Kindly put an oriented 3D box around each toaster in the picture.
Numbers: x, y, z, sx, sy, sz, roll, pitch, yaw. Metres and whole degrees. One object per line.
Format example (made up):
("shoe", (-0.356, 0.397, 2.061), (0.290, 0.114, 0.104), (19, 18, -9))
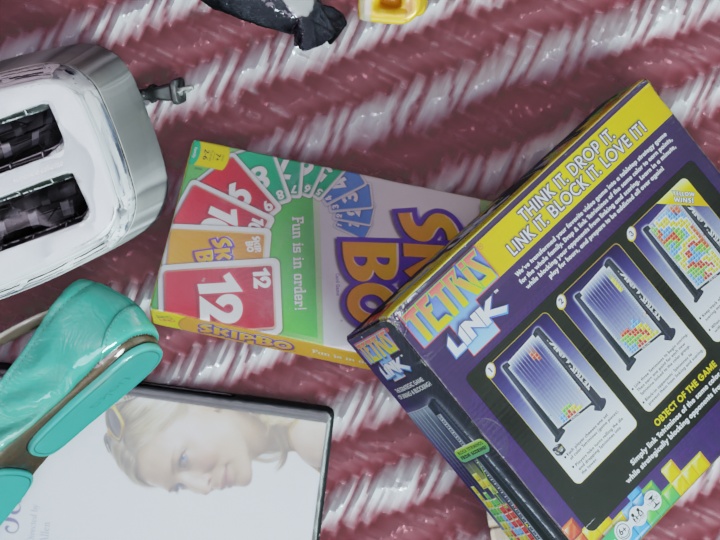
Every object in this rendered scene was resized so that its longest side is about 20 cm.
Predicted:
("toaster", (-0.178, -0.044, 1.294), (0.199, 0.129, 0.114), (-18, 97, 4))

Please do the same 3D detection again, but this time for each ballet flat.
("ballet flat", (-0.188, 0.082, 1.332), (0.200, 0.067, 0.070), (-45, 68, 6))

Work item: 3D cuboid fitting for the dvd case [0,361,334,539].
("dvd case", (-0.120, 0.129, 1.369), (0.198, 0.018, 0.144), (7, 98, 2))

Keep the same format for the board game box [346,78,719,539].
("board game box", (0.118, 0.031, 1.282), (0.200, 0.057, 0.166), (-41, 94, -26))

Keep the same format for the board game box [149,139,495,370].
("board game box", (0.000, 0.000, 1.319), (0.198, 0.030, 0.096), (13, 71, 3))

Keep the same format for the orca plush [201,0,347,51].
("orca plush", (-0.091, -0.180, 1.319), (0.200, 0.071, 0.105), (38, 53, -7))

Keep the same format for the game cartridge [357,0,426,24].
("game cartridge", (0.022, -0.209, 1.228), (0.032, 0.200, 0.178), (3, 98, 5))

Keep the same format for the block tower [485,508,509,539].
("block tower", (0.097, 0.153, 1.345), (0.057, 0.054, 0.202), (-9, 97, 4))
